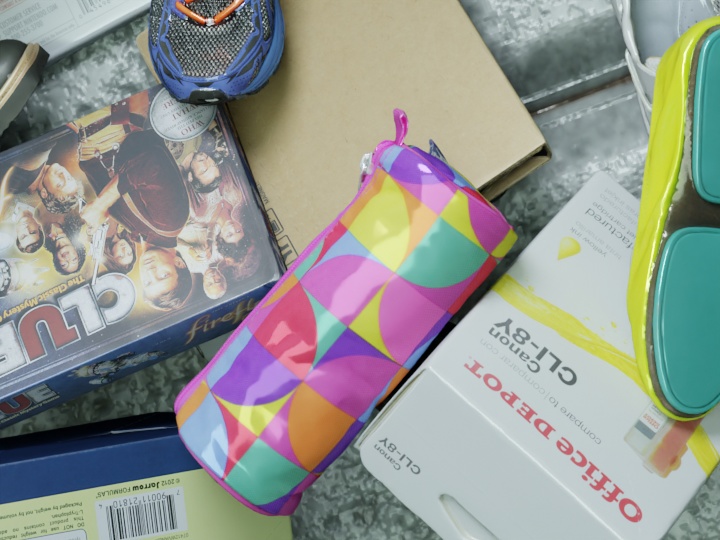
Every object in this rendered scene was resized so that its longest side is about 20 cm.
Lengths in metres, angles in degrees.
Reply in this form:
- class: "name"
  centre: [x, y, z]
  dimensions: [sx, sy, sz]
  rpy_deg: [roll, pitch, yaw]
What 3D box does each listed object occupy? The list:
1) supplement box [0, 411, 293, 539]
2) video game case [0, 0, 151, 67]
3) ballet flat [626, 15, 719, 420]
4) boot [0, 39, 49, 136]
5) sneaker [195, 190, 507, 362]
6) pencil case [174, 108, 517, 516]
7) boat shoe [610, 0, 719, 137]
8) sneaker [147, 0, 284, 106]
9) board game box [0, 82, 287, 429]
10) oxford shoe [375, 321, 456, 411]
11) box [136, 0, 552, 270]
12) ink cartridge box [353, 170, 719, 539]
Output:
- class: "supplement box"
  centre: [-0.145, 0.187, 1.463]
  dimensions: [0.199, 0.134, 0.201]
  rpy_deg: [-8, 93, -31]
- class: "video game case"
  centre: [-0.205, -0.198, 1.552]
  dimensions: [0.199, 0.023, 0.183]
  rpy_deg: [-26, 89, 12]
- class: "ballet flat"
  centre: [0.163, -0.026, 1.400]
  dimensions: [0.067, 0.067, 0.201]
  rpy_deg: [9, 86, -25]
- class: "boot"
  centre: [-0.278, -0.091, 1.513]
  dimensions: [0.200, 0.078, 0.138]
  rpy_deg: [-38, 105, 19]
- class: "sneaker"
  centre: [0.000, 0.000, 1.510]
  dimensions: [0.199, 0.074, 0.089]
  rpy_deg: [-24, 103, 13]
- class: "pencil case"
  centre: [-0.010, 0.024, 1.384]
  dimensions: [0.088, 0.088, 0.200]
  rpy_deg: [38, 95, 6]
- class: "boat shoe"
  centre: [0.172, -0.105, 1.465]
  dimensions: [0.071, 0.069, 0.201]
  rpy_deg: [-26, 91, 6]
- class: "sneaker"
  centre: [-0.078, -0.175, 1.459]
  dimensions: [0.075, 0.079, 0.201]
  rpy_deg: [-4, 61, 8]
- class: "board game box"
  centre: [-0.146, -0.007, 1.453]
  dimensions: [0.199, 0.035, 0.136]
  rpy_deg: [-23, 63, 3]
- class: "oxford shoe"
  centre: [0.056, 0.089, 1.481]
  dimensions: [0.200, 0.073, 0.084]
  rpy_deg: [34, 135, -10]
- class: "box"
  centre: [-0.012, -0.092, 1.479]
  dimensions: [0.163, 0.021, 0.200]
  rpy_deg: [-34, 60, 7]
- class: "ink cartridge box"
  centre: [0.113, 0.064, 1.417]
  dimensions: [0.145, 0.200, 0.083]
  rpy_deg: [41, 135, 3]
